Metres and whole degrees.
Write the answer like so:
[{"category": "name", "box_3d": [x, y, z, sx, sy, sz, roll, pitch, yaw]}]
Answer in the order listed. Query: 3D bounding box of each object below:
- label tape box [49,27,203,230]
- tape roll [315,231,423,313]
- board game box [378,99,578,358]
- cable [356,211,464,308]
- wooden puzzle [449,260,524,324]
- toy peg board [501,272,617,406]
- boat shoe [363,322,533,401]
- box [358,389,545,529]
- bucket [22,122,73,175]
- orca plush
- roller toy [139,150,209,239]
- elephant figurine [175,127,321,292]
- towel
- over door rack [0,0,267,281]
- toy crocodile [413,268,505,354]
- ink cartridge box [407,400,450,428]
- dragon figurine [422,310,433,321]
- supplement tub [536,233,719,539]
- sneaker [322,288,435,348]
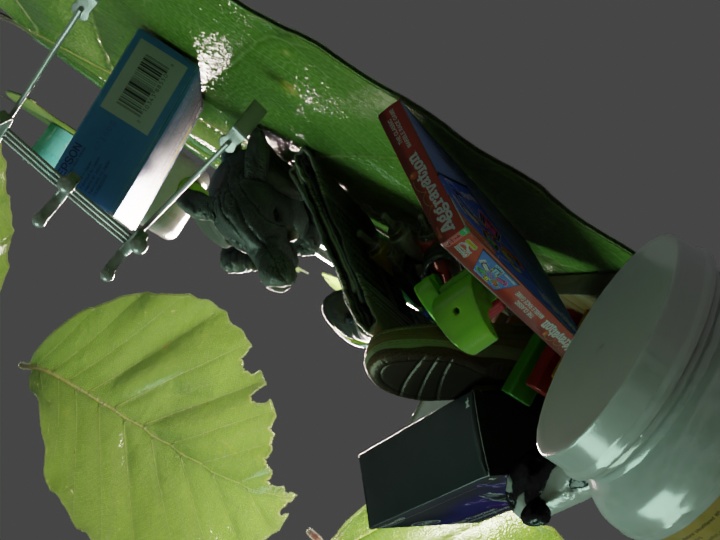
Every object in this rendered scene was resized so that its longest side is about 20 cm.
[{"category": "label tape box", "box_3d": [-0.203, -0.118, 0.856, 0.065, 0.145, 0.200, 30, 175, -8]}, {"category": "tape roll", "box_3d": [0.001, -0.019, 1.137, 0.198, 0.049, 0.200, 31, 175, 3]}, {"category": "board game box", "box_3d": [0.082, -0.016, 0.588, 0.200, 0.019, 0.104, 38, -158, -50]}, {"category": "cable", "box_3d": [0.081, 0.021, 0.874, 0.096, 0.051, 0.200, -11, 137, 34]}, {"category": "wooden puzzle", "box_3d": [0.128, 0.039, 0.956, 0.184, 0.047, 0.200, 32, 174, -1]}, {"category": "toy peg board", "box_3d": [0.216, 0.097, 0.717, 0.198, 0.099, 0.199, 32, 175, -7]}, {"category": "boat shoe", "box_3d": [0.084, 0.067, 0.818, 0.197, 0.072, 0.077, 11, -130, -34]}, {"category": "box", "box_3d": [0.108, 0.180, 0.881, 0.139, 0.080, 0.200, 8, 151, -29]}, {"category": "bucket", "box_3d": [-0.855, -0.322, 2.734, 0.205, 0.136, 0.207, 32, 174, 4]}, {"category": "orca plush", "box_3d": [0.152, 0.130, 0.687, 0.072, 0.104, 0.200, 59, 165, 10]}, {"category": "roller toy", "box_3d": [-0.346, -0.139, 1.498, 0.181, 0.141, 0.199, 34, 175, -26]}, {"category": "elephant figurine", "box_3d": [-0.102, -0.063, 0.902, 0.153, 0.144, 0.200, 15, 179, 8]}, {"category": "towel", "box_3d": [0.000, 0.000, 0.888, 0.195, 0.034, 0.200, 68, -170, 25]}, {"category": "over door rack", "box_3d": [-0.188, -0.092, 0.682, 0.147, 0.199, 0.067, 41, -148, -15]}, {"category": "toy crocodile", "box_3d": [0.085, 0.018, 0.717, 0.062, 0.067, 0.200, 55, -172, 2]}, {"category": "ink cartridge box", "box_3d": [0.168, 0.160, 1.091, 0.146, 0.146, 0.199, 29, -172, 22]}, {"category": "dragon figurine", "box_3d": [0.076, 0.079, 1.217, 0.200, 0.099, 0.059, 46, 159, 11]}, {"category": "supplement tub", "box_3d": [0.200, 0.087, 0.452, 0.198, 0.146, 0.145, 31, 175, 0]}, {"category": "sneaker", "box_3d": [0.022, 0.055, 1.129, 0.198, 0.075, 0.081, 16, 160, 44]}]
